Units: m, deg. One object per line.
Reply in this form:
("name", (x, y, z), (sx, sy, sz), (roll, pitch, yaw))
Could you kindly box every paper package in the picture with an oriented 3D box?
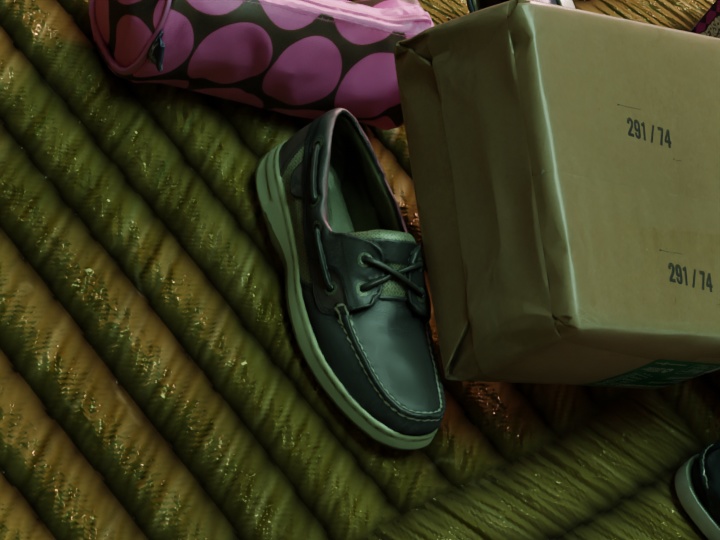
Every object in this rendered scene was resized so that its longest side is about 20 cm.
("paper package", (0.129, -0.036, 1.435), (0.200, 0.103, 0.191), (4, 73, -46))

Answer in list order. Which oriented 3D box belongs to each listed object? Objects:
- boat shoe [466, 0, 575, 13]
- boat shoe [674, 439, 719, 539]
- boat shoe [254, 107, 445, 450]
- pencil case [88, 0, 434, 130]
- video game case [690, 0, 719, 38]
("boat shoe", (0.110, -0.107, 1.600), (0.062, 0.075, 0.200), (14, 48, -31))
("boat shoe", (0.266, 0.164, 1.468), (0.199, 0.066, 0.074), (48, 36, 10))
("boat shoe", (0.001, 0.000, 1.403), (0.072, 0.066, 0.201), (7, 48, -37))
("pencil case", (-0.048, -0.133, 1.476), (0.200, 0.094, 0.091), (7, 48, -38))
("video game case", (0.346, -0.184, 1.800), (0.200, 0.181, 0.036), (11, 45, -35))
